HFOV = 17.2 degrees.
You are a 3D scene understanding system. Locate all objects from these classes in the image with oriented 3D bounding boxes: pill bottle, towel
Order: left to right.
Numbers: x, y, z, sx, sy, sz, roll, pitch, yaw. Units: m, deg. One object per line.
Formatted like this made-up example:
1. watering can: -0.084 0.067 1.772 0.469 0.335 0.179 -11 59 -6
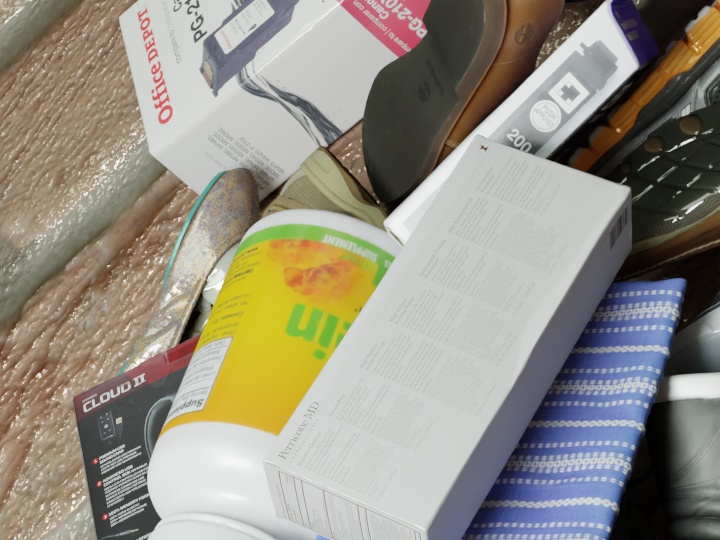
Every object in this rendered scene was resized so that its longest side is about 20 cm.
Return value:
1. pill bottle: -0.038 0.080 1.159 0.110 0.111 0.201 -11 46 39
2. towel: 0.056 0.080 1.065 0.144 0.024 0.201 -2 48 31

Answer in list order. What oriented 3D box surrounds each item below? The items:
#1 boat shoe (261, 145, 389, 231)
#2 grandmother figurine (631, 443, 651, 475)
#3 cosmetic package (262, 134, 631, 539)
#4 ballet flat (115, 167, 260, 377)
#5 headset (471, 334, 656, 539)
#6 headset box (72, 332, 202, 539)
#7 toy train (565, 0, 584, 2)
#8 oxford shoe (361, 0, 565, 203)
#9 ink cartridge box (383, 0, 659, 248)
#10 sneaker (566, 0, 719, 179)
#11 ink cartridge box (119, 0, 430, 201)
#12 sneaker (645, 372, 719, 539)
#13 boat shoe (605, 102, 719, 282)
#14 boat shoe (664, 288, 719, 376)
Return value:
1. boat shoe: 0.000 0.000 1.326 0.064 0.071 0.200 -41 30 1
2. grandmother figurine: 0.085 0.112 1.177 0.120 0.061 0.201 -17 42 -1
3. cosmetic package: 0.043 0.036 1.057 0.082 0.051 0.201 22 58 21
4. ballet flat: -0.091 0.038 1.406 0.067 0.068 0.201 21 83 30
5. headset: 0.079 0.117 1.067 0.123 0.095 0.200 7 38 31
6. headset box: -0.067 0.114 1.280 0.148 0.077 0.201 -26 44 8
7. toy train: 0.099 -0.211 1.346 0.115 0.087 0.200 -57 23 -11
8. oxford shoe: 0.057 -0.098 1.324 0.200 0.071 0.072 -51 54 54
9. ink cartridge box: 0.105 -0.090 1.224 0.200 0.043 0.198 -46 -2 12
10. sneaker: 0.155 -0.053 1.210 0.200 0.077 0.078 -49 -5 12
11. ink cartridge box: -0.045 -0.152 1.471 0.200 0.084 0.145 -38 41 18
12. sneaker: 0.222 0.093 1.053 0.198 0.071 0.100 -4 84 23
13. boat shoe: 0.204 -0.047 1.146 0.199 0.074 0.076 -30 32 12
14. boat shoe: 0.210 0.007 1.110 0.199 0.073 0.068 -44 23 32
